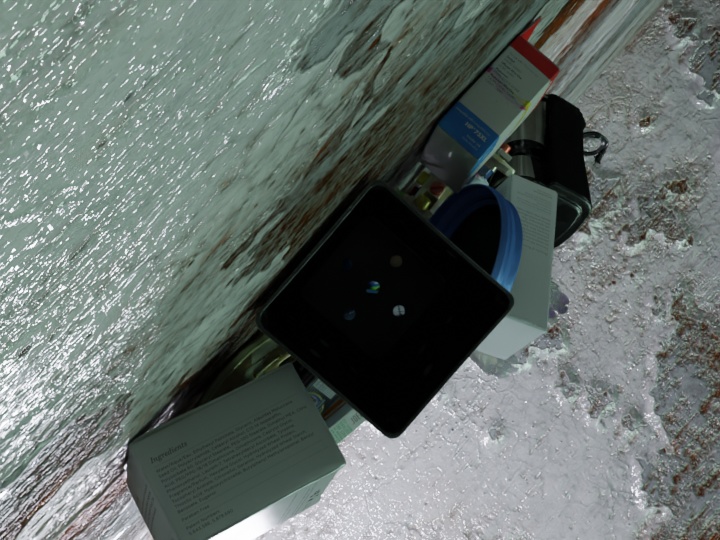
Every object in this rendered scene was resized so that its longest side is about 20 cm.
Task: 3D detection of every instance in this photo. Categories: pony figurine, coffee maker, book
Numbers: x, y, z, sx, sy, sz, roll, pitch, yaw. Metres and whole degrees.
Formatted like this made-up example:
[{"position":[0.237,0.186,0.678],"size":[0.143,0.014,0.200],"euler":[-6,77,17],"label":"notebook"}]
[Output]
[{"position":[0.182,0.045,1.714],"size":[0.167,0.193,0.200],"euler":[-51,175,3],"label":"pony figurine"},{"position":[0.264,-0.140,1.676],"size":[0.135,0.192,0.200],"euler":[99,-4,-49],"label":"coffee maker"},{"position":[-0.024,0.181,1.566],"size":[0.200,0.048,0.134],"euler":[-39,-167,-16],"label":"book"}]

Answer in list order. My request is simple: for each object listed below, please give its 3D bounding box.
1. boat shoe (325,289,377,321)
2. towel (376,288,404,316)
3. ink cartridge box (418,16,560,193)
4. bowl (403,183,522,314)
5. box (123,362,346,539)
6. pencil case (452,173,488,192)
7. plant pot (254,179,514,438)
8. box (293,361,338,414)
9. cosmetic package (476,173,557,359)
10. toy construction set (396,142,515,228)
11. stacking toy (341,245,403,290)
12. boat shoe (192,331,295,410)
[{"position":[0.008,0.068,1.519],"size":[0.084,0.069,0.200],"euler":[-18,167,18],"label":"boat shoe"},{"position":[0.027,0.062,1.754],"size":[0.165,0.086,0.200],"euler":[-9,-175,15],"label":"towel"},{"position":[0.165,-0.199,1.449],"size":[0.200,0.067,0.116],"euler":[-47,175,-18],"label":"ink cartridge box"},{"position":[0.123,-0.004,1.452],"size":[0.201,0.039,0.201],"euler":[-44,-145,42],"label":"bowl"},{"position":[-0.143,0.225,1.337],"size":[0.200,0.131,0.199],"euler":[-26,165,-20],"label":"box"},{"position":[0.104,-0.079,1.758],"size":[0.200,0.083,0.091],"euler":[-47,179,-21],"label":"pencil case"},{"position":[0.020,0.030,1.336],"size":[0.200,0.199,0.177],"euler":[-49,-172,4],"label":"plant pot"},{"position":[-0.097,0.163,1.549],"size":[0.200,0.044,0.160],"euler":[-47,-159,6],"label":"box"},{"position":[0.182,-0.005,1.487],"size":[0.101,0.071,0.200],"euler":[-44,-149,55],"label":"cosmetic package"},{"position":[0.107,-0.108,1.579],"size":[0.200,0.092,0.131],"euler":[-38,175,3],"label":"toy construction set"},{"position":[0.000,0.000,1.528],"size":[0.085,0.085,0.200],"euler":[-45,179,-35],"label":"stacking toy"},{"position":[-0.120,0.122,1.439],"size":[0.200,0.066,0.074],"euler":[-46,174,-25],"label":"boat shoe"}]
